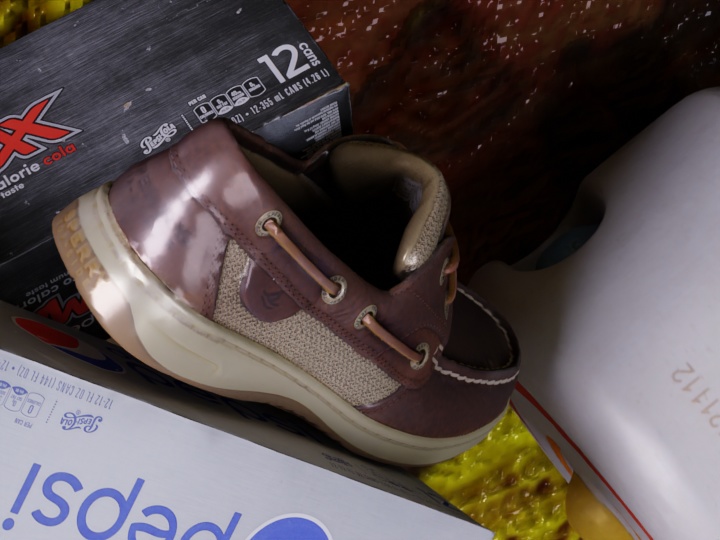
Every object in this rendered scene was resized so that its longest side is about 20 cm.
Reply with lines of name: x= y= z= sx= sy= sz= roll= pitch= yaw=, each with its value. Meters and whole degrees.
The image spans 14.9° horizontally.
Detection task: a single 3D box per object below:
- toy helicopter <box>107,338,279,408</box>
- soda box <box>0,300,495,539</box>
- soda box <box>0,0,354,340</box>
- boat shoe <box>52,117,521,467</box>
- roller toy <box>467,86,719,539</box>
toy helicopter: x=-0.099 y=0.072 z=0.825 sx=0.199 sy=0.133 sz=0.079 roll=0 pitch=147 yaw=-24
soda box: x=-0.063 y=0.059 z=0.740 sx=0.199 sy=0.068 sz=0.064 roll=23 pitch=95 yaw=-38
soda box: x=-0.102 y=-0.013 z=0.779 sx=0.199 sy=0.071 sz=0.063 roll=-28 pitch=149 yaw=-13
boat shoe: x=0.000 y=0.000 z=0.765 sx=0.072 sy=0.072 sz=0.200 roll=-43 pitch=147 yaw=17
roller toy: x=0.128 y=0.046 z=0.938 sx=0.140 sy=0.183 sz=0.200 roll=-39 pitch=138 yaw=-3
